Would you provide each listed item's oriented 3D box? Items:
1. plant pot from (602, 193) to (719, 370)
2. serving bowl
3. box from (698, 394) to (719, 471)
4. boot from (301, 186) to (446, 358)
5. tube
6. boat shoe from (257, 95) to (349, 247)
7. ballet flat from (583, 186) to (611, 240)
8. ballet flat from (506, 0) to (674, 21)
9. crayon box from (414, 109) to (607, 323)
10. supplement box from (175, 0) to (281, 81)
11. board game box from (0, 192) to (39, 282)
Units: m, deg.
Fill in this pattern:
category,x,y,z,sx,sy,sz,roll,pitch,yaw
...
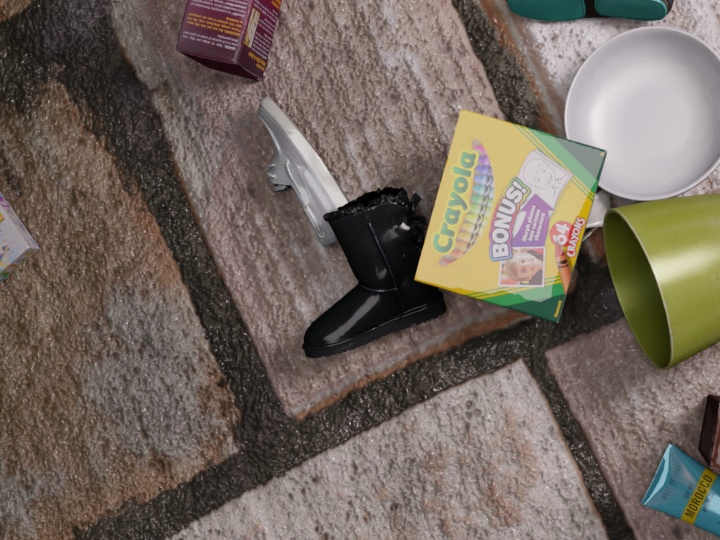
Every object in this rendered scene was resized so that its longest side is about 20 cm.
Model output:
category,x,y,z,sx,sy,sz,roll,pitch,yaw
plant pot,0.399,-0.011,1.428,0.198,0.187,0.189,-19,84,-3
serving bowl,0.340,-0.176,1.482,0.197,0.066,0.203,-3,82,22
box,0.428,0.181,1.389,0.099,0.200,0.076,10,88,11
boot,-0.001,0.000,1.531,0.196,0.073,0.164,-20,104,4
tube,0.429,0.281,1.468,0.198,0.050,0.078,27,86,17
boat shoe,-0.079,-0.119,1.574,0.071,0.070,0.202,-35,85,3
ballet flat,0.209,-0.039,1.518,0.198,0.069,0.070,-24,83,9
ballet flat,0.273,-0.334,1.514,0.197,0.073,0.074,6,89,18
crayon box,0.170,-0.062,1.454,0.170,0.058,0.203,16,96,6
supplement box,-0.150,-0.350,1.577,0.085,0.110,0.203,15,91,13
board game box,-0.534,-0.067,1.689,0.134,0.034,0.201,-39,81,8
